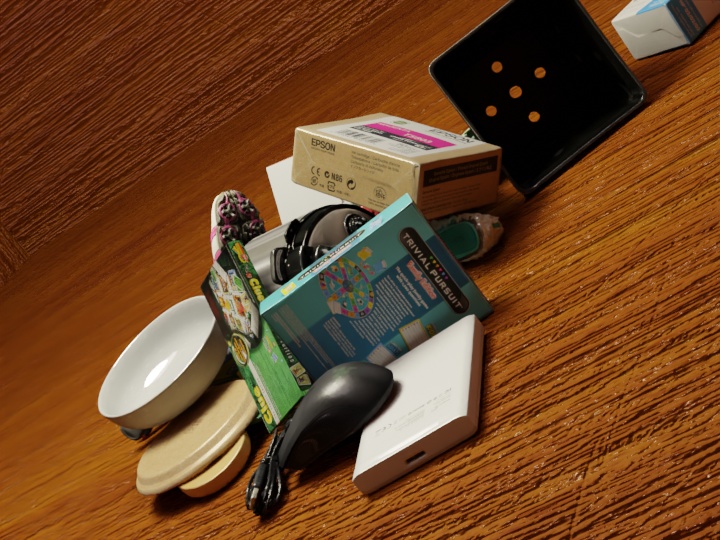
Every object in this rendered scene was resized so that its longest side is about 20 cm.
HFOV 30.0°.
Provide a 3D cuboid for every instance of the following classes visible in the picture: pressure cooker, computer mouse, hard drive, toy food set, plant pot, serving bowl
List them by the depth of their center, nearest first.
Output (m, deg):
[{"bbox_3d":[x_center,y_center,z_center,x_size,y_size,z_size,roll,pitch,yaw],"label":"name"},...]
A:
[{"bbox_3d":[0.060,0.128,1.322,0.132,0.027,0.200,-33,17,20],"label":"hard drive"},{"bbox_3d":[-0.049,0.155,1.383,0.200,0.053,0.139,-41,13,26],"label":"computer mouse"},{"bbox_3d":[-0.042,0.015,1.584,0.200,0.179,0.176,-22,19,45],"label":"pressure cooker"},{"bbox_3d":[-0.184,0.202,1.612,0.200,0.049,0.198,-25,21,41],"label":"toy food set"},{"bbox_3d":[-0.238,0.127,1.704,0.200,0.066,0.200,-33,27,19],"label":"serving bowl"},{"bbox_3d":[0.213,-0.235,1.719,0.200,0.200,0.177,-38,5,1],"label":"plant pot"}]

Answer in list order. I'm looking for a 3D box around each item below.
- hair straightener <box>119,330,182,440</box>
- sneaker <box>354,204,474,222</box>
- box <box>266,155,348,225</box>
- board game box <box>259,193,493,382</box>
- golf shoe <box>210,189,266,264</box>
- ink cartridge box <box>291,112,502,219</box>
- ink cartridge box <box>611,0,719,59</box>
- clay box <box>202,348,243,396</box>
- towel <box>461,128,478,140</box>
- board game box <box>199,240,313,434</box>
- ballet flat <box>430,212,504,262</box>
[{"bbox_3d":[-0.262,0.146,1.820,0.200,0.041,0.077,-53,-7,7],"label":"hair straightener"},{"bbox_3d":[0.066,-0.063,1.725,0.200,0.096,0.079,-29,40,-3],"label":"sneaker"},{"bbox_3d":[-0.015,-0.124,1.888,0.124,0.098,0.200,-19,-4,35],"label":"box"},{"bbox_3d":[0.017,0.039,1.437,0.200,0.151,0.047,-36,15,5],"label":"board game box"},{"bbox_3d":[-0.157,0.001,1.688,0.072,0.201,0.092,-14,3,-38],"label":"golf shoe"},{"bbox_3d":[0.043,-0.127,1.617,0.200,0.075,0.164,20,25,36],"label":"ink cartridge box"},{"bbox_3d":[0.444,-0.376,1.798,0.200,0.068,0.115,-45,17,-21],"label":"ink cartridge box"},{"bbox_3d":[-0.157,0.124,1.769,0.200,0.048,0.115,-20,25,50],"label":"clay box"},{"bbox_3d":[0.086,-0.115,1.819,0.200,0.023,0.153,-36,-15,10],"label":"towel"},{"bbox_3d":[-0.119,0.076,1.530,0.023,0.200,0.105,-14,-22,-36],"label":"board game box"},{"bbox_3d":[0.094,-0.027,1.628,0.200,0.072,0.072,-14,28,44],"label":"ballet flat"}]
